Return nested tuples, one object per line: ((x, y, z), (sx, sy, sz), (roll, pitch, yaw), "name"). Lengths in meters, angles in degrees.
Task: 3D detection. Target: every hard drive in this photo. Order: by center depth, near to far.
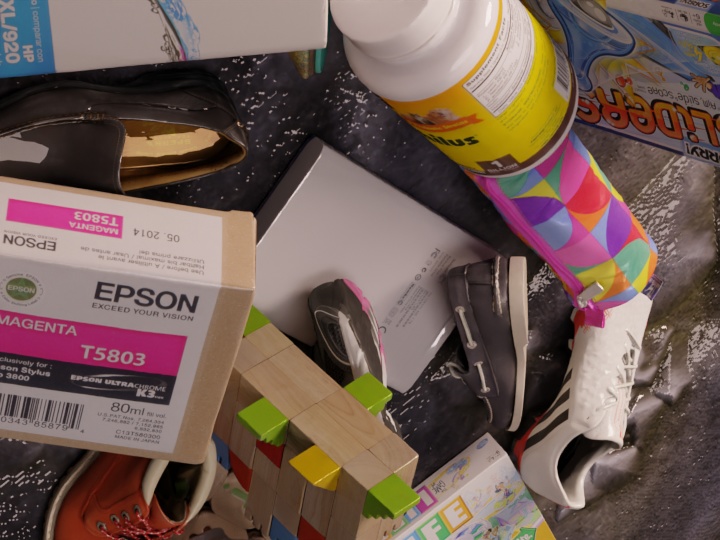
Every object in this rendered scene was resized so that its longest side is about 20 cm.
((0.000, 0.000, 1.306), (0.199, 0.025, 0.132), (29, 101, -39), "hard drive")

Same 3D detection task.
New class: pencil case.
((0.150, -0.046, 1.327), (0.088, 0.088, 0.200), (-43, 128, 0), "pencil case")

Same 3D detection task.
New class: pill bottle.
((0.061, -0.144, 1.171), (0.109, 0.109, 0.200), (-49, 145, 5), "pill bottle")

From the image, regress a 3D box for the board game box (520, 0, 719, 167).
((0.193, -0.147, 1.216), (0.034, 0.199, 0.136), (-43, 132, -24), "board game box")

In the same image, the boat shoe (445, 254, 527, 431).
((0.096, 0.056, 1.366), (0.062, 0.073, 0.201), (1, 145, 4), "boat shoe")

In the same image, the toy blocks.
((-0.040, 0.138, 1.240), (0.100, 0.200, 0.137), (-29, 147, -36), "toy blocks")

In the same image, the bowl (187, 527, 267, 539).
((-0.120, 0.251, 1.294), (0.200, 0.091, 0.201), (-32, 169, -7), "bowl")

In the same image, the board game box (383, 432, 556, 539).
((0.059, 0.243, 1.483), (0.199, 0.034, 0.135), (-37, 129, -6), "board game box")

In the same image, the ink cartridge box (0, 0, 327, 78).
((-0.125, -0.208, 1.000), (0.198, 0.148, 0.146), (-6, 121, -10), "ink cartridge box")

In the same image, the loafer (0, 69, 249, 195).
((-0.166, -0.079, 1.130), (0.198, 0.072, 0.073), (-17, 127, -20), "loafer")

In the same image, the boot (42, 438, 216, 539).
((-0.163, 0.170, 1.260), (0.074, 0.107, 0.201), (15, 111, -32), "boot")

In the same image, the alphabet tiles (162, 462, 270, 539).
((-0.094, 0.216, 1.374), (0.195, 0.015, 0.201), (30, 101, -28), "alphabet tiles")

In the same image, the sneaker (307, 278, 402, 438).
((-0.020, 0.105, 1.298), (0.085, 0.081, 0.202), (-8, 118, 6), "sneaker")

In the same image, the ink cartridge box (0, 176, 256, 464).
((-0.178, 0.032, 1.131), (0.198, 0.076, 0.166), (9, 131, -12), "ink cartridge box")

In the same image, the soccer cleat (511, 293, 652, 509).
((0.193, 0.097, 1.436), (0.068, 0.085, 0.201), (19, 104, -37), "soccer cleat")

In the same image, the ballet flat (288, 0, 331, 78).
((-0.038, -0.223, 1.128), (0.070, 0.071, 0.202), (-3, 118, -29), "ballet flat")
